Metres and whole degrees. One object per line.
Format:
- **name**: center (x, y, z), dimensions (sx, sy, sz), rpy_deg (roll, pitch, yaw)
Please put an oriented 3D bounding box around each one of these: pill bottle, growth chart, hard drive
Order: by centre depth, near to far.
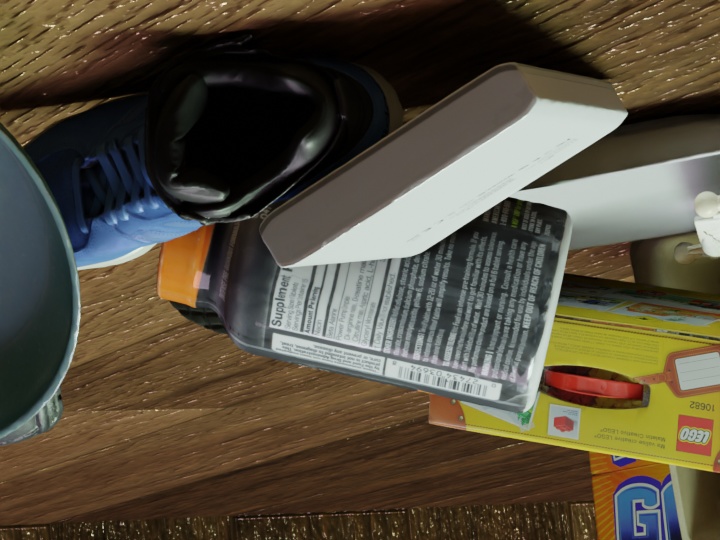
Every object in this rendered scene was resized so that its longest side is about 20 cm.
- **hard drive**: center (0.042, -0.045, 1.306), dimensions (0.132, 0.026, 0.200), rpy_deg (-33, 172, 14)
- **pill bottle**: center (0.000, 0.000, 1.470), dimensions (0.199, 0.107, 0.106), rpy_deg (13, 171, 3)
- **growth chart**: center (0.242, -0.029, 1.572), dimensions (0.144, 0.018, 0.200), rpy_deg (-8, 171, 4)

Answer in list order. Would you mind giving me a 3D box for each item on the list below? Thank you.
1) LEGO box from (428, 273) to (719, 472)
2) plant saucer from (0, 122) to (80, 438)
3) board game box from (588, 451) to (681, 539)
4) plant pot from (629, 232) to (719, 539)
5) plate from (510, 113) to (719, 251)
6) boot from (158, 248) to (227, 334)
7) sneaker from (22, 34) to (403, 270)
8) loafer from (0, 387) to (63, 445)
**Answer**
- **LEGO box**: center (0.162, 0.057, 1.710), dimensions (0.199, 0.078, 0.149), rpy_deg (8, -170, 26)
- **plant saucer**: center (-0.203, -0.015, 1.218), dimensions (0.199, 0.201, 0.036), rpy_deg (-9, -153, 25)
- **board game box**: center (0.322, 0.151, 2.335), dimensions (0.199, 0.201, 0.199), rpy_deg (4, 167, -44)
- **plant pot**: center (0.307, 0.052, 1.819), dimensions (0.199, 0.201, 0.177), rpy_deg (-10, -179, 29)
- **plate**: center (0.150, -0.048, 1.556), dimensions (0.199, 0.033, 0.200), rpy_deg (-9, 170, 27)
- **boot**: center (-0.005, 0.000, 1.682), dimensions (0.199, 0.068, 0.131), rpy_deg (-2, -178, 14)
- **sneaker**: center (-0.088, -0.049, 1.271), dimensions (0.199, 0.077, 0.111), rpy_deg (-12, 175, 16)
- **loafer**: center (-0.179, 0.000, 1.274), dimensions (0.070, 0.068, 0.201), rpy_deg (-18, 131, -13)
